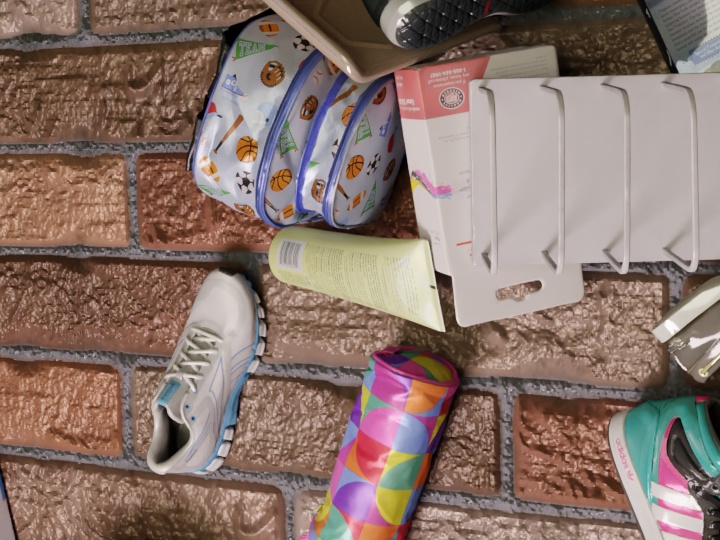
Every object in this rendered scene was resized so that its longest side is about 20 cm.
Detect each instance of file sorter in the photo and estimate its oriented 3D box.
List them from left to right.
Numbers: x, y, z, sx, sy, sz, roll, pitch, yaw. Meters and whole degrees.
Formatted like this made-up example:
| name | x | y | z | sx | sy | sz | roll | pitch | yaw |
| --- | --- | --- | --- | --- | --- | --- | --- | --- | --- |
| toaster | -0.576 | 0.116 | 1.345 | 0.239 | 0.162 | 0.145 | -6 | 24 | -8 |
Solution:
| name | x | y | z | sx | sy | sz | roll | pitch | yaw |
| --- | --- | --- | --- | --- | --- | --- | --- | --- | --- |
| file sorter | 0.182 | -0.068 | 1.159 | 0.198 | 0.125 | 0.140 | -2 | 98 | -1 |

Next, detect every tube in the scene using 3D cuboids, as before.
| name | x | y | z | sx | sy | sz | roll | pitch | yaw |
| --- | --- | --- | --- | --- | --- | --- | --- | --- | --- |
| tube | 0.000 | 0.000 | 1.335 | 0.199 | 0.058 | 0.052 | 12 | 71 | 52 |

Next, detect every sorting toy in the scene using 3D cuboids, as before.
| name | x | y | z | sx | sy | sz | roll | pitch | yaw |
| --- | --- | --- | --- | --- | --- | --- | --- | --- | --- |
| sorting toy | -0.009 | -0.220 | 1.270 | 0.185 | 0.199 | 0.037 | 43 | 129 | 21 |

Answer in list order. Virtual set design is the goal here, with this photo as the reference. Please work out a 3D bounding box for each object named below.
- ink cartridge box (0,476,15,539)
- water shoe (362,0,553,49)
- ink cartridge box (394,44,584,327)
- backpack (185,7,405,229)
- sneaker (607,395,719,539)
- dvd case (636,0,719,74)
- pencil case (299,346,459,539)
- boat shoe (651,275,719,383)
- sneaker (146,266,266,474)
| name | x | y | z | sx | sy | sz | roll | pitch | yaw |
| --- | --- | --- | --- | --- | --- | --- | --- | --- | --- |
| ink cartridge box | -0.459 | 0.253 | 1.643 | 0.199 | 0.084 | 0.147 | -15 | 88 | 31 |
| water shoe | 0.088 | -0.234 | 1.226 | 0.079 | 0.199 | 0.072 | 51 | 146 | 25 |
| ink cartridge box | 0.102 | -0.067 | 1.261 | 0.116 | 0.067 | 0.202 | -11 | 99 | -15 |
| backpack | -0.047 | -0.117 | 1.307 | 0.153 | 0.190 | 0.201 | 22 | 107 | 28 |
| sneaker | 0.279 | 0.181 | 1.225 | 0.120 | 0.083 | 0.201 | -31 | 79 | 38 |
| dvd case | 0.290 | -0.190 | 1.209 | 0.142 | 0.018 | 0.201 | -27 | 83 | 29 |
| pencil case | 0.015 | 0.161 | 1.368 | 0.088 | 0.088 | 0.201 | 28 | 107 | 24 |
| boat shoe | 0.310 | 0.009 | 1.193 | 0.201 | 0.072 | 0.060 | -39 | 87 | 27 |
| sneaker | -0.145 | 0.096 | 1.449 | 0.075 | 0.086 | 0.202 | 19 | 103 | 28 |
